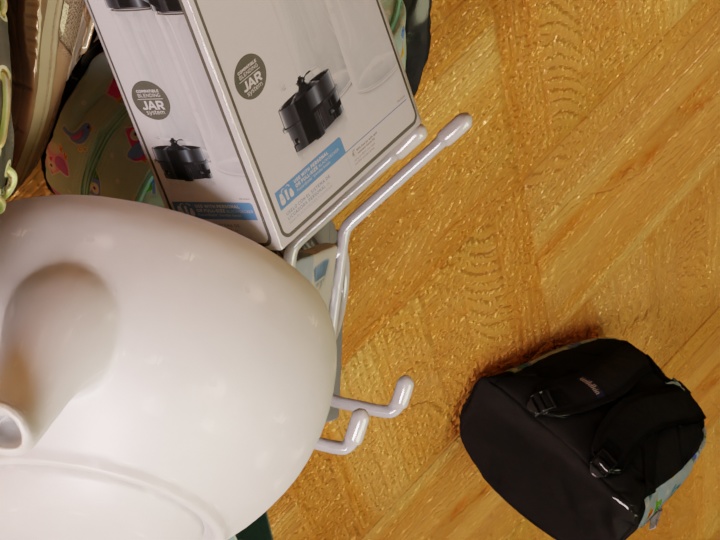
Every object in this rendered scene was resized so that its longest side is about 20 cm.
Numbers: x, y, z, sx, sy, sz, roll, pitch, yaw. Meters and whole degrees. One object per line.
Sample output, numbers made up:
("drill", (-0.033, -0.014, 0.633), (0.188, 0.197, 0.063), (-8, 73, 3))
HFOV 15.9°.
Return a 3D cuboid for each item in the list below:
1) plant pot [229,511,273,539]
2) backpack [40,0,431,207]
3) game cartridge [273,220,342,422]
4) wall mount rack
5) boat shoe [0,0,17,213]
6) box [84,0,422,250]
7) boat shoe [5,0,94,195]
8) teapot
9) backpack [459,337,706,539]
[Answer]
("plant pot", (-0.138, 0.094, 1.325), (0.134, 0.201, 0.200), (-19, 154, 3))
("backpack", (-0.057, -0.086, 1.248), (0.200, 0.126, 0.167), (-38, 153, -34))
("game cartridge", (-0.049, 0.012, 1.425), (0.200, 0.041, 0.134), (53, 41, -67))
("wall mount rack", (0.000, 0.000, 1.360), (0.200, 0.074, 0.174), (-26, 126, -76))
("boat shoe", (-0.168, -0.052, 1.033), (0.060, 0.202, 0.072), (12, 152, -43))
("box", (-0.056, -0.122, 1.093), (0.117, 0.060, 0.200), (-42, 123, -40))
("boat shoe", (-0.140, -0.118, 1.131), (0.064, 0.071, 0.200), (-24, 143, -45))
("teapot", (-0.108, 0.070, 1.111), (0.200, 0.197, 0.146), (25, 63, -28))
("backpack", (0.179, 0.128, 1.962), (0.200, 0.163, 0.154), (-36, 161, -45))
